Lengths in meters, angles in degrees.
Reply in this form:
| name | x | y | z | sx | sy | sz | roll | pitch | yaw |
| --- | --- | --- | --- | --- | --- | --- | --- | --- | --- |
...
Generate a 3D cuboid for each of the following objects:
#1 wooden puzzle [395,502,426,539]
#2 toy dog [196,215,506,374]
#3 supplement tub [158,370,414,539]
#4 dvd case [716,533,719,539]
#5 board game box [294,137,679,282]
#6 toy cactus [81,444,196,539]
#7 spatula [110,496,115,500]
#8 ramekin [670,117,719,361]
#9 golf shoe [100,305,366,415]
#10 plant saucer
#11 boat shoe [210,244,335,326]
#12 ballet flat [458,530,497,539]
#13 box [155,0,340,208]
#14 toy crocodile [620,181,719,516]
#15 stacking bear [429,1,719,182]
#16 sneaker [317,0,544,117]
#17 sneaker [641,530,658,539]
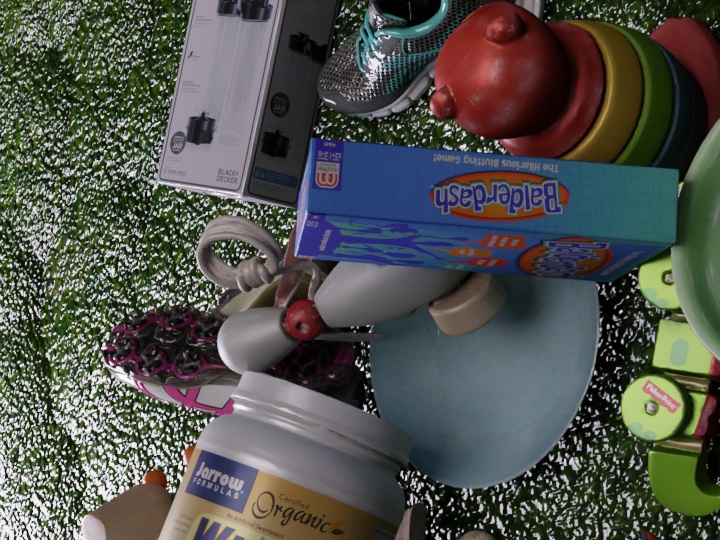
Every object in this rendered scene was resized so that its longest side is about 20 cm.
| name | x | y | z | sx | sy | sz | roll | pitch | yaw |
| --- | --- | --- | --- | --- | --- | --- | --- | --- | --- |
| wooden puzzle | -0.026 | 0.266 | 1.160 | 0.200 | 0.037 | 0.186 | -33 | 44 | 43 |
| toy dog | 0.000 | 0.000 | 1.132 | 0.199 | 0.096 | 0.132 | -3 | 119 | 17 |
| supplement tub | -0.056 | 0.179 | 1.105 | 0.144 | 0.144 | 0.201 | 11 | 76 | 46 |
| dvd case | 0.271 | 0.121 | 0.889 | 0.148 | 0.016 | 0.200 | 16 | 69 | 46 |
| board game box | 0.065 | -0.031 | 0.977 | 0.152 | 0.199 | 0.045 | 114 | 160 | -81 |
| toy cactus | -0.125 | 0.175 | 1.244 | 0.200 | 0.165 | 0.103 | -14 | 92 | 48 |
| spatula | -0.164 | 0.261 | 1.355 | 0.057 | 0.021 | 0.200 | -45 | 51 | 22 |
| ramekin | 0.271 | -0.017 | 0.890 | 0.200 | 0.098 | 0.201 | -24 | 53 | 35 |
| golf shoe | -0.093 | 0.082 | 1.232 | 0.199 | 0.092 | 0.073 | 8 | 47 | 21 |
| plant saucer | 0.088 | 0.044 | 1.132 | 0.201 | 0.039 | 0.202 | -13 | 72 | 43 |
| boat shoe | -0.073 | 0.038 | 1.285 | 0.201 | 0.072 | 0.066 | -41 | 21 | 48 |
| ballet flat | 0.061 | 0.267 | 1.097 | 0.066 | 0.057 | 0.201 | 6 | 86 | 48 |
| box | -0.085 | -0.156 | 1.340 | 0.116 | 0.060 | 0.201 | 9 | 88 | 47 |
| toy crocodile | 0.196 | 0.042 | 1.003 | 0.062 | 0.067 | 0.201 | 6 | 87 | 25 |
| stacking bear | 0.124 | -0.102 | 1.011 | 0.121 | 0.200 | 0.114 | -46 | 52 | 29 |
| sneaker | 0.030 | -0.172 | 1.203 | 0.200 | 0.091 | 0.078 | -28 | 61 | 39 |
| sneaker | 0.102 | 0.211 | 0.993 | 0.075 | 0.199 | 0.085 | 92 | 156 | -53 |
